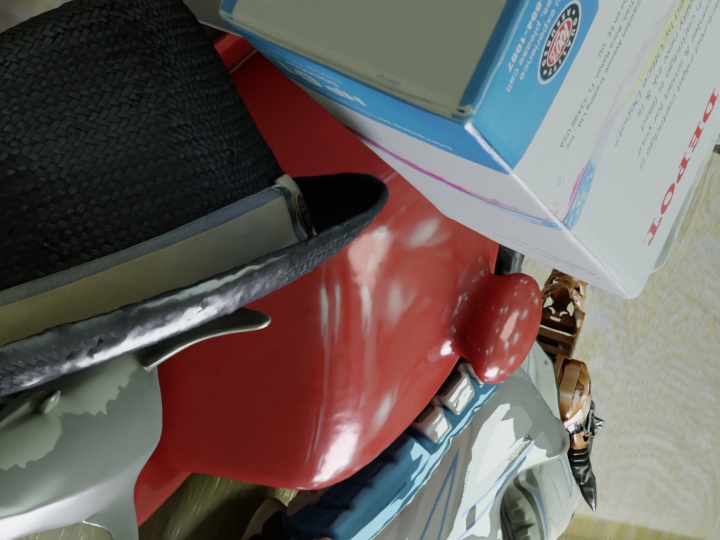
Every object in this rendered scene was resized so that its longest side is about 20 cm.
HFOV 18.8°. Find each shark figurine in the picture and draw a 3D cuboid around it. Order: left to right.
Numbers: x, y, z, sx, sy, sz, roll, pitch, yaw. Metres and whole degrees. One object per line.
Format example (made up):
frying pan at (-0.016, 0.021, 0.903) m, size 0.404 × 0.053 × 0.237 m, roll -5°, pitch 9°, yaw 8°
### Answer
shark figurine at (-0.099, 0.073, 0.654) m, size 0.214 × 0.127 × 0.090 m, roll -40°, pitch 121°, yaw -60°

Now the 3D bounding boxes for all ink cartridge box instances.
ink cartridge box at (0.056, -0.091, 0.638) m, size 0.145 × 0.084 × 0.200 m, roll -65°, pitch 155°, yaw -5°

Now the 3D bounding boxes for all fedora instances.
fedora at (-0.089, -0.028, 0.626) m, size 0.200 × 0.200 × 0.092 m, roll -31°, pitch 105°, yaw -60°

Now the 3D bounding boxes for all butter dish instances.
butter dish at (0.000, 0.000, 0.841) m, size 0.200 × 0.147 × 0.200 m, roll -46°, pitch 149°, yaw -47°

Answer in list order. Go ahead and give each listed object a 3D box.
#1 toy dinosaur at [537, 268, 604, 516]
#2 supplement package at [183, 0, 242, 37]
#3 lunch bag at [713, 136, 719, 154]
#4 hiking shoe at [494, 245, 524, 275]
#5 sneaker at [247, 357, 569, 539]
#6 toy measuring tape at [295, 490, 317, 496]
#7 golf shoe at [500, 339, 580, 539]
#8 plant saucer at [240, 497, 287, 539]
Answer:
toy dinosaur at (0.095, 0.077, 1.170) m, size 0.200 × 0.102 × 0.136 m, roll -48°, pitch 165°, yaw -17°
supplement package at (0.005, -0.153, 0.742) m, size 0.200 × 0.121 × 0.121 m, roll -29°, pitch 135°, yaw -60°
lunch bag at (0.212, -0.157, 1.291) m, size 0.200 × 0.117 × 0.165 m, roll 2°, pitch 107°, yaw -75°
hiking shoe at (0.040, 0.015, 1.094) m, size 0.101 × 0.075 × 0.201 m, roll -55°, pitch 165°, yaw -62°
sneaker at (0.013, 0.120, 0.917) m, size 0.200 × 0.087 × 0.075 m, roll -46°, pitch -162°, yaw -2°
toy measuring tape at (0.024, 0.112, 1.057) m, size 0.200 × 0.073 × 0.074 m, roll 37°, pitch 72°, yaw -34°
golf shoe at (0.046, 0.039, 1.008) m, size 0.097 × 0.078 × 0.201 m, roll -19°, pitch 93°, yaw -56°
plant saucer at (-0.045, 0.209, 1.020) m, size 0.200 × 0.034 × 0.202 m, roll 9°, pitch 90°, yaw -82°
